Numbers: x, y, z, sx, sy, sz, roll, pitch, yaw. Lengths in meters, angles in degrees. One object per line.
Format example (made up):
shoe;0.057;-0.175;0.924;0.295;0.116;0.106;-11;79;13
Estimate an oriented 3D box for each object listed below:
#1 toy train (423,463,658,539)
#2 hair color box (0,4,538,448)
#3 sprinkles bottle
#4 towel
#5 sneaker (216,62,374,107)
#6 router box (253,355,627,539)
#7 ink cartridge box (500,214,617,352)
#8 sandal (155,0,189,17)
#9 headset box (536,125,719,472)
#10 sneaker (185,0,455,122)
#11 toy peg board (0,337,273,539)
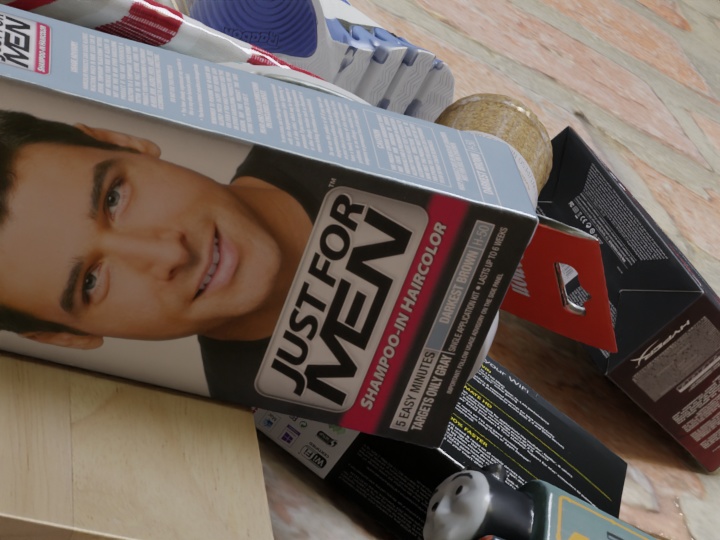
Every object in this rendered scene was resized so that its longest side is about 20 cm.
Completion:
toy train;0.104;0.157;0.840;0.199;0.085;0.115;27;46;-22
hair color box;-0.052;-0.014;0.684;0.199;0.100;0.061;14;27;-15
sprinkles bottle;0.045;-0.018;0.964;0.068;0.068;0.200;35;30;-6
towel;-0.100;-0.090;0.791;0.199;0.023;0.144;23;-12;-28
sneaker;-0.077;-0.051;0.747;0.199;0.071;0.080;6;17;-5
router box;0.035;0.077;0.969;0.200;0.051;0.149;38;19;0
ink cartridge box;0.000;0.000;0.811;0.199;0.051;0.109;19;-21;20
sandal;-0.160;-0.149;0.878;0.200;0.080;0.054;44;44;3
headset box;0.173;0.024;1.209;0.200;0.075;0.149;40;13;-52
sneaker;-0.049;-0.127;1.065;0.199;0.081;0.115;24;11;-48
toy peg board;-0.146;0.060;0.695;0.198;0.098;0.200;13;27;-16
